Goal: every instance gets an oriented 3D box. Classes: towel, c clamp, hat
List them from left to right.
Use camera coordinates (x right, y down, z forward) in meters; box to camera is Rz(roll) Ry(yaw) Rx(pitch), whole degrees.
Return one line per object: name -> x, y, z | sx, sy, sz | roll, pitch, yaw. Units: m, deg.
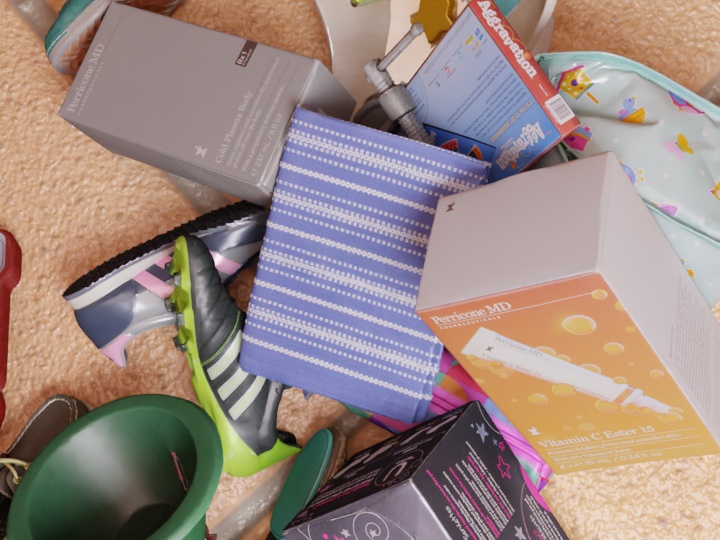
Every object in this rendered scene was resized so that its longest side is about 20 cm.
hat -> -0.141, 0.216, 0.881 | 0.166, 0.200, 0.176 | -28, 127, -4
towel -> 0.000, 0.000, 0.837 | 0.145, 0.024, 0.200 | 17, 106, 10
c clamp -> 0.049, -0.062, 0.868 | 0.027, 0.171, 0.200 | -33, 96, -23

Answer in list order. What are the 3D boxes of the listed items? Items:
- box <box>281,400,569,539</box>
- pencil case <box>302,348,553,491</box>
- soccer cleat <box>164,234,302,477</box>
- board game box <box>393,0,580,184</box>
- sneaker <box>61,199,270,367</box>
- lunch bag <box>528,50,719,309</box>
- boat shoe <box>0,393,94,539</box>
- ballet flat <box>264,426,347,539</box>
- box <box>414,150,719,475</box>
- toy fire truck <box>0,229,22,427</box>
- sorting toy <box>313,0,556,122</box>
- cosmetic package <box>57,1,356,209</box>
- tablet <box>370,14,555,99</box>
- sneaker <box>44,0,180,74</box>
box -> 0.065, 0.217, 0.831 | 0.132, 0.115, 0.200 | -30, 94, 36
pencil case -> 0.059, 0.099, 0.900 | 0.200, 0.088, 0.088 | 27, 87, 6
soccer cleat -> -0.095, 0.061, 0.904 | 0.081, 0.068, 0.200 | -17, 112, -15
board game box -> 0.074, -0.100, 0.828 | 0.019, 0.200, 0.103 | -32, 86, -22
sneaker -> -0.128, 0.005, 0.946 | 0.200, 0.070, 0.082 | -25, 106, 1
lunch bag -> 0.179, -0.055, 0.852 | 0.200, 0.170, 0.122 | 29, 67, 7
boat shoe -> -0.260, 0.177, 0.901 | 0.072, 0.060, 0.202 | 3, 57, 30
ballet flat -> -0.047, 0.217, 0.917 | 0.065, 0.071, 0.200 | 29, 90, -19
box -> 0.143, 0.035, 0.775 | 0.124, 0.200, 0.098 | -14, 44, 33
toy fire truck -> -0.369, 0.053, 0.946 | 0.200, 0.112, 0.168 | -8, 60, 4
sorting toy -> 0.053, -0.188, 0.915 | 0.200, 0.107, 0.180 | 11, 104, 13
cosmetic package -> -0.117, -0.123, 0.910 | 0.200, 0.090, 0.107 | 19, 82, 24
tablet -> 0.071, -0.124, 0.957 | 0.130, 0.014, 0.200 | 14, 85, 7
sneaker -> -0.188, -0.246, 0.971 | 0.200, 0.071, 0.080 | -44, 70, 0
